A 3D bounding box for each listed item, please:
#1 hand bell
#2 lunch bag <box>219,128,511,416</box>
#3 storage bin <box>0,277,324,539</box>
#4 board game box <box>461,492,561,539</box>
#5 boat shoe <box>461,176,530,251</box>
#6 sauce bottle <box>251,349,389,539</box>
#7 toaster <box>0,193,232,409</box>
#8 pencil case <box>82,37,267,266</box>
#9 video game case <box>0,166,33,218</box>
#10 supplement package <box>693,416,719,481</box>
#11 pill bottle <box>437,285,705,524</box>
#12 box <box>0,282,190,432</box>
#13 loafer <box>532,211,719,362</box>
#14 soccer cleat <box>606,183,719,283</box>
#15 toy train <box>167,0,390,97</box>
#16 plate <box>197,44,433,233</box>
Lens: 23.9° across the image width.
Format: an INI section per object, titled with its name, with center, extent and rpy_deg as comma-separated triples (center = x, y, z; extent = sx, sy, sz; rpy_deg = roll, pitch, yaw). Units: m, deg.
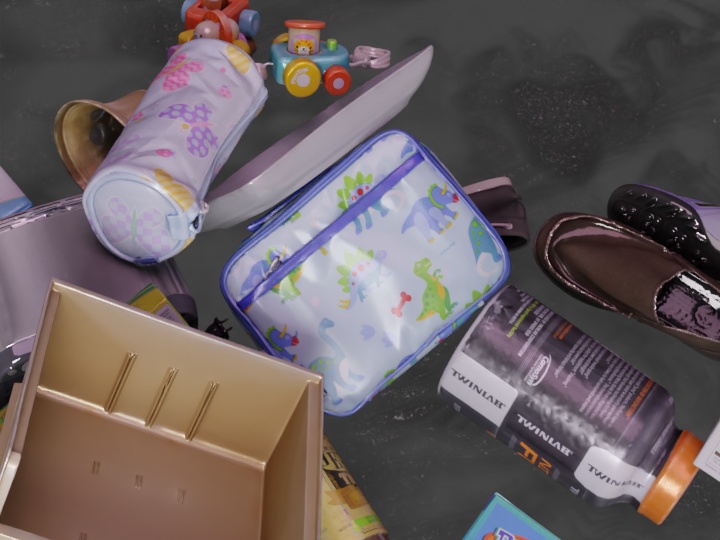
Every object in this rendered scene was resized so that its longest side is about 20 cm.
[hand bell]
center = -0.153, -0.145, 1.424
extent = 0.104, 0.105, 0.200
rpy_deg = 34, 50, 12
[lunch bag]
center = 0.000, 0.000, 1.299
extent = 0.199, 0.082, 0.161
rpy_deg = -38, 92, -1
[storage bin]
center = -0.132, 0.127, 1.090
extent = 0.198, 0.094, 0.199
rpy_deg = 21, 30, -13
[board game box]
center = 0.101, 0.283, 1.220
extent = 0.151, 0.045, 0.200
rpy_deg = 35, 63, 12
[boat shoe]
center = 0.046, -0.019, 1.373
extent = 0.198, 0.067, 0.057
rpy_deg = -20, 71, -14
[sauce bottle]
center = -0.047, 0.148, 1.268
extent = 0.064, 0.065, 0.201
rpy_deg = -26, 68, -20
[toaster]
center = -0.210, 0.021, 1.293
extent = 0.198, 0.114, 0.130
rpy_deg = -18, 62, -16
[pencil case]
center = -0.136, -0.094, 1.283
extent = 0.090, 0.084, 0.201
rpy_deg = -6, 36, 22
[video game case]
center = -0.381, -0.081, 1.384
extent = 0.143, 0.018, 0.200
rpy_deg = -35, 70, -24
[supplement package]
center = 0.363, 0.106, 1.270
extent = 0.155, 0.112, 0.200
rpy_deg = 34, 31, 12
[pill bottle]
center = 0.165, 0.107, 1.293
extent = 0.199, 0.107, 0.106
rpy_deg = 35, 62, 12
[box]
center = -0.187, 0.119, 1.220
extent = 0.200, 0.048, 0.118
rpy_deg = -41, 116, -8
[loafer]
center = 0.234, 0.007, 1.368
extent = 0.198, 0.071, 0.074
rpy_deg = 24, 86, 6
[soccer cleat]
center = 0.302, -0.024, 1.419
extent = 0.198, 0.069, 0.073
rpy_deg = 24, 35, 12
[toy train]
center = -0.078, -0.203, 1.417
extent = 0.198, 0.056, 0.150
rpy_deg = 15, 31, 21
[plate]
center = -0.045, -0.093, 1.346
extent = 0.199, 0.199, 0.032
rpy_deg = -38, 99, -24
